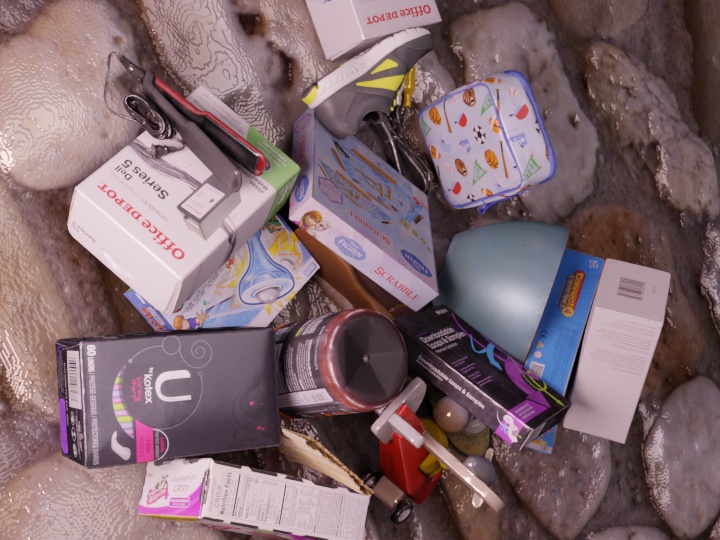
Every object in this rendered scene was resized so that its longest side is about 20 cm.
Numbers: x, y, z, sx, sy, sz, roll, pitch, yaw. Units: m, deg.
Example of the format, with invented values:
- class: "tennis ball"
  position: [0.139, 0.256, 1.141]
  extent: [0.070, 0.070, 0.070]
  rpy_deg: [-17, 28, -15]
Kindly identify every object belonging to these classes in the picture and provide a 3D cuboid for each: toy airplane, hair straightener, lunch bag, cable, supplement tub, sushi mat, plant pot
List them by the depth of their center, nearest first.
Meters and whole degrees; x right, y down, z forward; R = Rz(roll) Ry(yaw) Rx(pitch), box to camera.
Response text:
- class: "hair straightener"
  position: [-0.192, -0.149, 1.117]
  extent: [0.200, 0.041, 0.077]
  rpy_deg: [42, 55, 6]
- class: "sushi mat"
  position: [-0.062, 0.188, 1.151]
  extent: [0.096, 0.200, 0.012]
  rpy_deg: [45, 73, -20]
- class: "supplement tub"
  position: [-0.047, 0.104, 1.177]
  extent: [0.107, 0.200, 0.107]
  rpy_deg: [8, 76, -35]
- class: "toy airplane"
  position: [0.067, 0.181, 1.250]
  extent: [0.141, 0.199, 0.201]
  rpy_deg: [-33, 99, -25]
- class: "plant pot"
  position: [0.167, 0.019, 1.388]
  extent: [0.134, 0.200, 0.201]
  rpy_deg: [20, 63, 8]
- class: "lunch bag"
  position: [0.158, -0.158, 1.399]
  extent: [0.075, 0.200, 0.161]
  rpy_deg: [-25, 95, -25]
- class: "cable"
  position: [0.044, -0.186, 1.403]
  extent: [0.097, 0.050, 0.201]
  rpy_deg: [-11, 86, -36]

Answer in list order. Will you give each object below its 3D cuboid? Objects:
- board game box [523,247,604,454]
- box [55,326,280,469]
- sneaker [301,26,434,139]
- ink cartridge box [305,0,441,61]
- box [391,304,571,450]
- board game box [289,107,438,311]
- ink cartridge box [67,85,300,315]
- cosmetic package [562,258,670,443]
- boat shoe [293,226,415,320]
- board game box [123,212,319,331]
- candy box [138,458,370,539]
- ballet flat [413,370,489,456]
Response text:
- class: "board game box"
  position: [0.254, 0.108, 1.424]
  extent: [0.056, 0.196, 0.201]
  rpy_deg: [16, 63, 14]
- class: "box"
  position: [-0.191, 0.121, 1.095]
  extent: [0.199, 0.106, 0.123]
  rpy_deg: [-3, 90, -28]
- class: "sneaker"
  position: [0.019, -0.226, 1.337]
  extent: [0.200, 0.074, 0.085]
  rpy_deg: [-35, 101, -26]
- class: "ink cartridge box"
  position: [-0.002, -0.383, 1.389]
  extent: [0.146, 0.086, 0.201]
  rpy_deg: [-23, 93, -38]
- class: "box"
  position: [0.132, 0.115, 1.250]
  extent: [0.200, 0.036, 0.143]
  rpy_deg: [36, 21, 20]
- class: "board game box"
  position: [0.004, -0.076, 1.296]
  extent: [0.200, 0.041, 0.200]
  rpy_deg: [36, 29, -26]
- class: "ink cartridge box"
  position: [-0.184, -0.076, 1.155]
  extent: [0.145, 0.084, 0.200]
  rpy_deg: [40, 56, 4]
- class: "cosmetic package"
  position: [0.313, 0.100, 1.353]
  extent: [0.108, 0.084, 0.201]
  rpy_deg: [-63, 162, -49]
- class: "boat shoe"
  position: [0.000, 0.000, 1.320]
  extent: [0.200, 0.070, 0.070]
  rpy_deg: [50, 62, -29]
- class: "board game box"
  position: [-0.149, 0.010, 1.223]
  extent: [0.136, 0.034, 0.200]
  rpy_deg: [52, 55, -17]
- class: "candy box"
  position: [-0.109, 0.242, 1.141]
  extent: [0.199, 0.136, 0.061]
  rpy_deg: [20, 70, -32]
- class: "ballet flat"
  position: [0.119, 0.151, 1.381]
  extent: [0.071, 0.071, 0.200]
  rpy_deg: [-39, 105, -36]
